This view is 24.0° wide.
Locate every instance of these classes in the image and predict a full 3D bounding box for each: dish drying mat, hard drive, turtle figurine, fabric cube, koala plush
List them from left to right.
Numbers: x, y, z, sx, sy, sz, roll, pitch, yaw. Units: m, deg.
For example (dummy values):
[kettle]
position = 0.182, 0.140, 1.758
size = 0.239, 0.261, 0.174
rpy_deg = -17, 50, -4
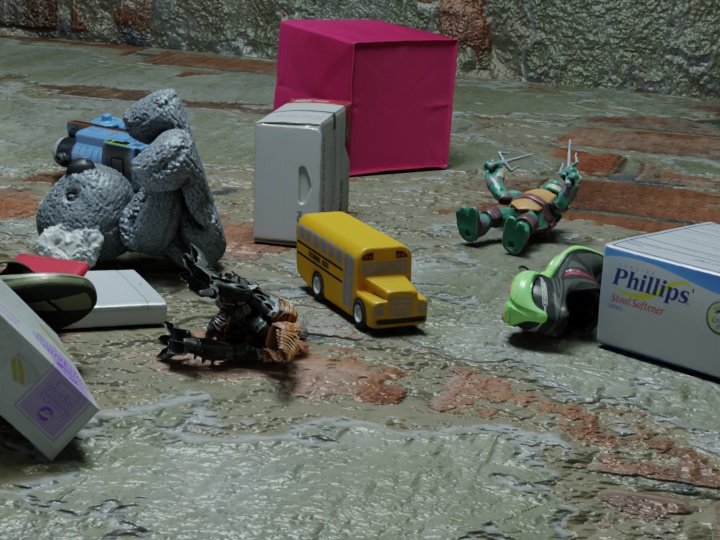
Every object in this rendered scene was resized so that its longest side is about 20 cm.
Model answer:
[dish drying mat]
position = -0.317, 0.037, 1.545
size = 0.076, 0.018, 0.200
rpy_deg = 7, 27, 10
[hard drive]
position = -0.302, 0.029, 1.649
size = 0.198, 0.027, 0.132
rpy_deg = -3, 16, -23
[koala plush]
position = -0.259, -0.064, 1.827
size = 0.198, 0.185, 0.178
rpy_deg = -19, 29, -3
[fabric cube]
position = 0.005, -0.259, 2.511
size = 0.195, 0.202, 0.199
rpy_deg = -6, 19, -36
[turtle figurine]
position = 0.209, -0.087, 2.083
size = 0.149, 0.102, 0.200
rpy_deg = -4, 22, 39

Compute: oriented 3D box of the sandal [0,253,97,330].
[sandal]
position = -0.329, 0.012, 1.471
size = 0.199, 0.080, 0.058
rpy_deg = 2, 58, 0

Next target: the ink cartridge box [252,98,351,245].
[ink cartridge box]
position = -0.069, -0.123, 2.055
size = 0.082, 0.148, 0.200
rpy_deg = 5, 13, 9

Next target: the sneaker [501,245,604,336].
[sneaker]
position = 0.211, 0.031, 1.704
size = 0.083, 0.077, 0.200
rpy_deg = 29, 27, 21

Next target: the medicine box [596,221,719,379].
[medicine box]
position = 0.361, 0.028, 1.654
size = 0.181, 0.104, 0.199
rpy_deg = 16, 20, 42

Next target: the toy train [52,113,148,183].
[toy train]
position = -0.322, -0.155, 2.258
size = 0.199, 0.088, 0.114
rpy_deg = 13, 23, 33

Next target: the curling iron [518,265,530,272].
[curling iron]
position = 0.254, 0.005, 1.875
size = 0.198, 0.026, 0.050
rpy_deg = -4, 19, -28

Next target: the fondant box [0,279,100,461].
[fondant box]
position = -0.288, 0.052, 1.328
size = 0.058, 0.144, 0.200
rpy_deg = -43, 24, -3

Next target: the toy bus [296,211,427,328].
[toy bus]
position = 0.000, 0.000, 1.727
size = 0.064, 0.079, 0.200
rpy_deg = -3, 15, -24

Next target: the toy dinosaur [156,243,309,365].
[toy dinosaur]
position = -0.100, 0.042, 1.530
size = 0.135, 0.103, 0.200
rpy_deg = 15, -13, -23
